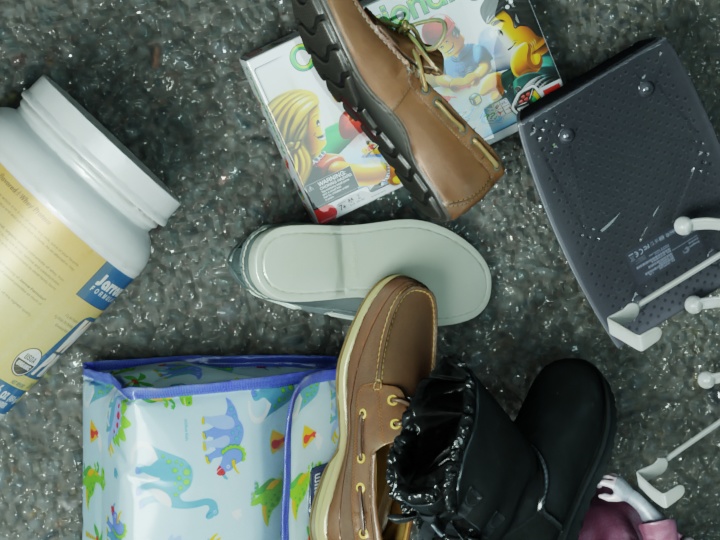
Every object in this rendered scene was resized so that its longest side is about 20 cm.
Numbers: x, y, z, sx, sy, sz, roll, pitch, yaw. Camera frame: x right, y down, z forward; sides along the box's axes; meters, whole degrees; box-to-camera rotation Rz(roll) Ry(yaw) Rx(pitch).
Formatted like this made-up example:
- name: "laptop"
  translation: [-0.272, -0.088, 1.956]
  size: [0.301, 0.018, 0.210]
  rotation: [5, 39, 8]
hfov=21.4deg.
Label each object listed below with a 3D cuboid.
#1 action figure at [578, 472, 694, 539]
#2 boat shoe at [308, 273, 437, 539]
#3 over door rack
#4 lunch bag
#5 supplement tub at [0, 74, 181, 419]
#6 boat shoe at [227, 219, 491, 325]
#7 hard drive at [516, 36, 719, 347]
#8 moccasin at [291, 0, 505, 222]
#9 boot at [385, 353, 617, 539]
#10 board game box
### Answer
- name: "action figure"
  translation: [0.182, 0.229, 1.343]
  size: [0.149, 0.200, 0.134]
  rotation: [39, 92, -18]
- name: "boat shoe"
  translation: [0.024, 0.104, 1.279]
  size: [0.072, 0.068, 0.200]
  rotation: [13, 88, -40]
- name: "over door rack"
  translation: [0.240, 0.044, 1.336]
  size: [0.200, 0.067, 0.148]
  rotation: [-37, 127, -33]
- name: "lunch bag"
  translation: [-0.083, 0.147, 1.314]
  size: [0.200, 0.127, 0.170]
  rotation: [-2, 99, -28]
- name: "supplement tub"
  translation: [-0.228, -0.012, 1.231]
  size: [0.145, 0.145, 0.200]
  rotation: [43, 90, -17]
- name: "boat shoe"
  translation: [0.000, 0.000, 1.328]
  size: [0.200, 0.062, 0.073]
  rotation: [5, 86, -33]
- name: "hard drive"
  translation: [0.192, -0.057, 1.352]
  size: [0.135, 0.042, 0.200]
  rotation: [-31, 119, -5]
- name: "moccasin"
  translation: [0.027, -0.128, 1.266]
  size: [0.078, 0.074, 0.201]
  rotation: [-41, 103, -12]
- name: "boot"
  translation: [0.094, 0.112, 1.271]
  size: [0.162, 0.073, 0.198]
  rotation: [45, 53, -40]
- name: "board game box"
  translation: [0.032, -0.131, 1.322]
  size: [0.200, 0.035, 0.126]
  rotation: [-26, 105, -6]
